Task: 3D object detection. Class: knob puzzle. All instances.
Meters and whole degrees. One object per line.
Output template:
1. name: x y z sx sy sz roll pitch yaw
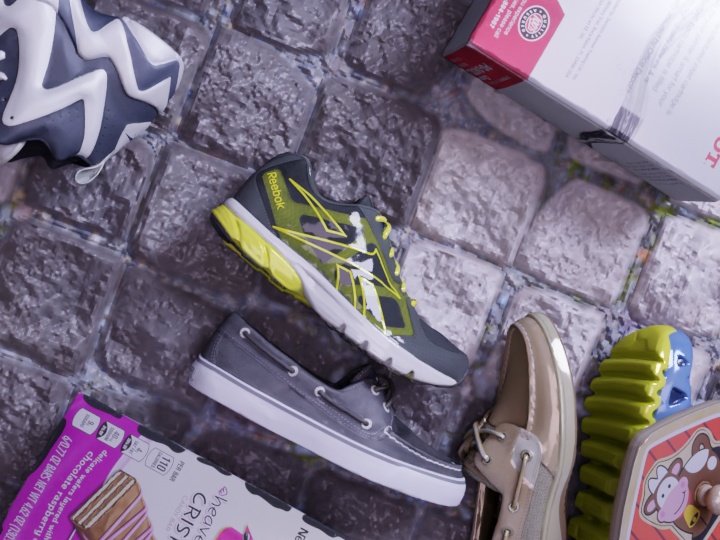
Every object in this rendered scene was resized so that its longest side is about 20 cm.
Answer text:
1. knob puzzle: 0.235 0.175 0.803 0.219 0.030 0.220 -6 100 -33

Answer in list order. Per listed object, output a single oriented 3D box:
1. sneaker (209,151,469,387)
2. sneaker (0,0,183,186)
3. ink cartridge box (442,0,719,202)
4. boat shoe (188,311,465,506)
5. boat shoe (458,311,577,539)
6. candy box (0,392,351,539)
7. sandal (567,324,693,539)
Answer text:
1. sneaker: 0.000 0.000 0.793 0.200 0.074 0.085 38 86 -8
2. sneaker: -0.224 -0.128 0.751 0.199 0.079 0.130 34 79 -18
3. ink cartridge box: 0.180 -0.155 0.809 0.200 0.083 0.145 31 88 -9
4. boat shoe: -0.012 0.088 0.803 0.200 0.070 0.066 27 90 -1
5. boat shoe: 0.102 0.128 0.817 0.065 0.072 0.200 0 98 -11
6. candy box: -0.120 0.183 0.755 0.200 0.061 0.136 27 77 5
7. sandal: 0.198 0.136 0.834 0.087 0.079 0.200 8 98 -17
